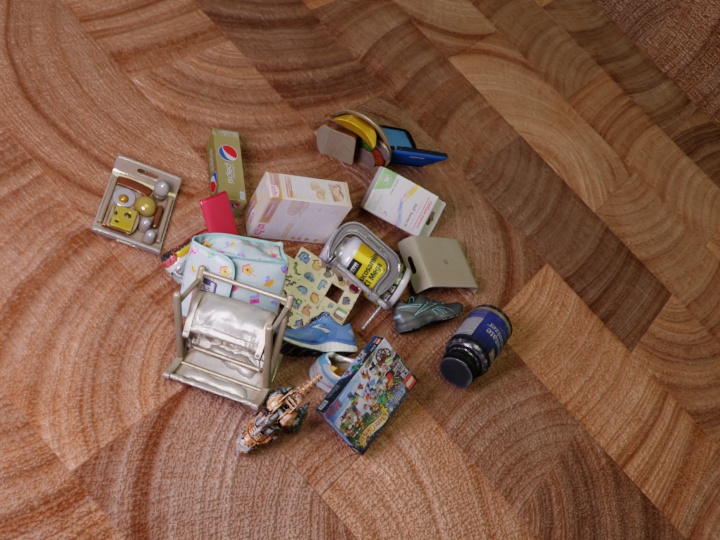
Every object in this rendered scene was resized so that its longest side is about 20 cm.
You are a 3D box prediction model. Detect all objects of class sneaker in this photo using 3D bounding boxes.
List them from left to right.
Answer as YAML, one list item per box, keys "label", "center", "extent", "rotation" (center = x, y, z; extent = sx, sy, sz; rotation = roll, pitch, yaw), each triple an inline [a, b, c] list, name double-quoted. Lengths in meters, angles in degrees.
- label: "sneaker"
  center: [-0.336, -0.035, 1.658]
  extent: [0.200, 0.077, 0.083]
  rotation: [-43, 112, -45]
- label: "sneaker"
  center: [-0.100, 0.133, 1.661]
  extent: [0.199, 0.078, 0.090]
  rotation: [7, 69, -33]
- label: "sneaker"
  center: [-0.008, 0.240, 1.649]
  extent: [0.199, 0.081, 0.077]
  rotation: [28, 48, -13]
- label: "sneaker"
  center: [0.160, 0.091, 1.842]
  extent: [0.199, 0.075, 0.080]
  rotation: [-11, 77, -35]

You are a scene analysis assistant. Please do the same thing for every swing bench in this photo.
- label: "swing bench"
  center: [-0.250, 0.128, 1.483]
  extent: [0.197, 0.201, 0.130]
  rotation: [18, 29, 7]

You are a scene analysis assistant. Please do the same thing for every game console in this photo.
- label: "game console"
  center: [0.106, -0.345, 2.074]
  extent: [0.199, 0.170, 0.119]
  rotation: [1, 86, -37]

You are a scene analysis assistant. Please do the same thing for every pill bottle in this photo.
- label: "pill bottle"
  center: [0.007, -0.006, 1.800]
  extent: [0.199, 0.113, 0.113]
  rotation: [32, 49, -7]
- label: "pill bottle"
  center: [0.266, 0.177, 1.829]
  extent: [0.112, 0.112, 0.200]
  rotation: [43, 49, 2]

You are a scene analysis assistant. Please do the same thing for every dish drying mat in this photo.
- label: "dish drying mat"
  center: [-0.286, -0.061, 1.653]
  extent: [0.077, 0.018, 0.202]
  rotation: [-32, 116, -50]

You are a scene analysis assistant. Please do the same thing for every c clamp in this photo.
- label: "c clamp"
  center: [0.000, 0.000, 1.728]
  extent: [0.171, 0.027, 0.200]
  rotation: [-44, 96, -7]

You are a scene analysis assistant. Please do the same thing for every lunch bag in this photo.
- label: "lunch bag"
  center: [-0.259, 0.022, 1.580]
  extent: [0.198, 0.171, 0.122]
  rotation: [6, 27, -22]

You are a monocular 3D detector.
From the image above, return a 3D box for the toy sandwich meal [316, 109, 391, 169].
- label: "toy sandwich meal"
  center: [-0.018, -0.316, 1.954]
  extent: [0.205, 0.205, 0.070]
  rotation: [39, 62, -2]

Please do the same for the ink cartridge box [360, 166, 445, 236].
- label: "ink cartridge box"
  center: [0.114, -0.162, 1.959]
  extent: [0.199, 0.067, 0.118]
  rotation: [26, 94, -12]

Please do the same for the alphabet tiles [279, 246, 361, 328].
- label: "alphabet tiles"
  center: [-0.114, 0.052, 1.718]
  extent: [0.199, 0.008, 0.168]
  rotation: [32, 73, -8]

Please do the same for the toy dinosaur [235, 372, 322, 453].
- label: "toy dinosaur"
  center: [-0.150, 0.275, 1.500]
  extent: [0.199, 0.136, 0.103]
  rotation: [-22, 85, 5]

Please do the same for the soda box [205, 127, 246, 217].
- label: "soda box"
  center: [-0.308, -0.224, 1.791]
  extent: [0.064, 0.068, 0.201]
  rotation: [5, 58, -27]

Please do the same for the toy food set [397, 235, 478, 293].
- label: "toy food set"
  center: [0.195, -0.007, 1.955]
  extent: [0.199, 0.060, 0.144]
  rotation: [2, 57, -38]

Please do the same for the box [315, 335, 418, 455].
- label: "box"
  center: [0.017, 0.253, 1.601]
  extent: [0.200, 0.038, 0.137]
  rotation: [-50, 118, -21]

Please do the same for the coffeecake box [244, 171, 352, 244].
- label: "coffeecake box"
  center: [-0.143, -0.138, 1.773]
  extent: [0.199, 0.154, 0.074]
  rotation: [4, 57, -28]

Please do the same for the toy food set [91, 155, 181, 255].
- label: "toy food set"
  center: [-0.464, -0.137, 1.638]
  extent: [0.143, 0.060, 0.201]
  rotation: [20, 51, -18]
